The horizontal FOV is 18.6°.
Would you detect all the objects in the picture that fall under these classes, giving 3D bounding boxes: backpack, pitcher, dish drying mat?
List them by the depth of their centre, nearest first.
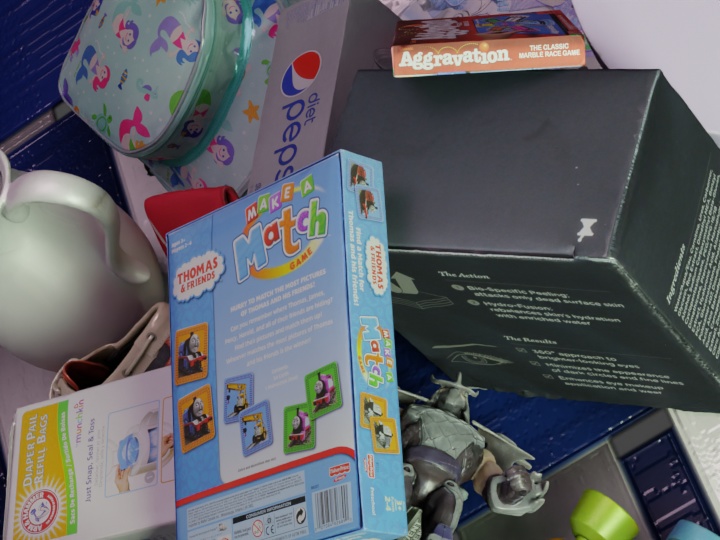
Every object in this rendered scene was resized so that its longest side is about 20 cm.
[{"bbox_3d":[-0.096,-0.015,1.388,0.018,0.077,0.200,-27,9,-15],"label":"dish drying mat"},{"bbox_3d":[-0.196,-0.010,1.430,0.171,0.200,0.122,1,65,34],"label":"pitcher"},{"bbox_3d":[-0.093,-0.132,1.465,0.200,0.150,0.178,43,114,33],"label":"backpack"}]

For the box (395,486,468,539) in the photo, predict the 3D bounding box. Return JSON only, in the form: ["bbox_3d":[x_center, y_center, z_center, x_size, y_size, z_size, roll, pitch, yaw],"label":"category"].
[{"bbox_3d":[-0.043,0.127,1.355,0.137,0.040,0.200,-50,49,1],"label":"box"}]

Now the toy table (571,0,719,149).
[{"bbox_3d":[0.202,-0.128,1.267,0.183,0.117,0.201,-24,60,7],"label":"toy table"}]

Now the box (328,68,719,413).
[{"bbox_3d":[0.108,-0.016,1.230,0.196,0.200,0.118,4,66,34],"label":"box"}]

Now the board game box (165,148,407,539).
[{"bbox_3d":[-0.043,0.055,1.160,0.151,0.036,0.201,-22,65,44],"label":"board game box"}]

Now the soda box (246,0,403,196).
[{"bbox_3d":[-0.018,-0.073,1.320,0.063,0.068,0.201,-21,47,37],"label":"soda box"}]

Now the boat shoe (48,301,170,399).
[{"bbox_3d":[-0.163,0.076,1.418,0.200,0.062,0.071,-28,33,42],"label":"boat shoe"}]

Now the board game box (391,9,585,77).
[{"bbox_3d":[0.070,-0.130,1.246,0.102,0.200,0.020,-5,100,2],"label":"board game box"}]

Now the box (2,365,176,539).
[{"bbox_3d":[-0.097,0.125,1.291,0.199,0.112,0.102,-15,57,24],"label":"box"}]

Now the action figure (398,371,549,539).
[{"bbox_3d":[0.036,0.120,1.206,0.129,0.070,0.200,17,39,5],"label":"action figure"}]

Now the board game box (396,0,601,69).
[{"bbox_3d":[0.096,-0.146,1.428,0.200,0.026,0.200,-44,49,5],"label":"board game box"}]

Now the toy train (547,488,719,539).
[{"bbox_3d":[0.107,0.168,1.209,0.199,0.085,0.116,22,67,40],"label":"toy train"}]
